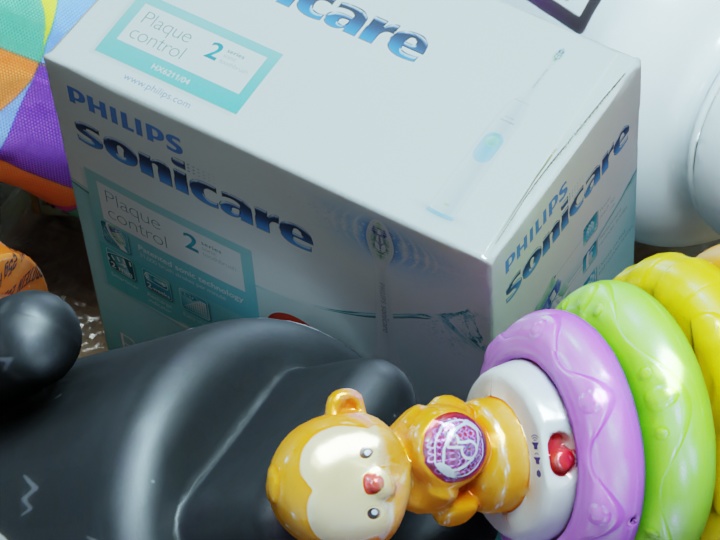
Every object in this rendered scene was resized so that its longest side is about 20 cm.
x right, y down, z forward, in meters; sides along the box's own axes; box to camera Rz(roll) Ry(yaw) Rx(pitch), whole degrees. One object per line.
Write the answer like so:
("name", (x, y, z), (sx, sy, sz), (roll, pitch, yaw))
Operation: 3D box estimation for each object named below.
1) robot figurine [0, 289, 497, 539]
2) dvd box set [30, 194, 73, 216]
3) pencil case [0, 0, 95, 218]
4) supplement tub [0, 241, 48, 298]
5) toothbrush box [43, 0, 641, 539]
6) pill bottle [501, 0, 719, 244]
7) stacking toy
("robot figurine", (-0.058, 0.083, 0.793), (0.125, 0.200, 0.151), (0, 80, -44))
("dvd box set", (-0.009, -0.078, 1.005), (0.200, 0.029, 0.147), (2, 53, 4))
("pencil case", (-0.139, -0.078, 0.891), (0.200, 0.088, 0.089), (23, 50, -23))
("supplement tub", (-0.207, 0.005, 0.899), (0.200, 0.123, 0.123), (22, 58, 19))
("toothbrush box", (0.000, 0.000, 0.842), (0.146, 0.200, 0.085), (26, 58, 20))
("pill bottle", (0.079, -0.082, 0.883), (0.112, 0.113, 0.200), (-32, 45, -19))
("stacking toy", (0.068, 0.040, 0.723), (0.200, 0.116, 0.110), (-7, 6, -27))
